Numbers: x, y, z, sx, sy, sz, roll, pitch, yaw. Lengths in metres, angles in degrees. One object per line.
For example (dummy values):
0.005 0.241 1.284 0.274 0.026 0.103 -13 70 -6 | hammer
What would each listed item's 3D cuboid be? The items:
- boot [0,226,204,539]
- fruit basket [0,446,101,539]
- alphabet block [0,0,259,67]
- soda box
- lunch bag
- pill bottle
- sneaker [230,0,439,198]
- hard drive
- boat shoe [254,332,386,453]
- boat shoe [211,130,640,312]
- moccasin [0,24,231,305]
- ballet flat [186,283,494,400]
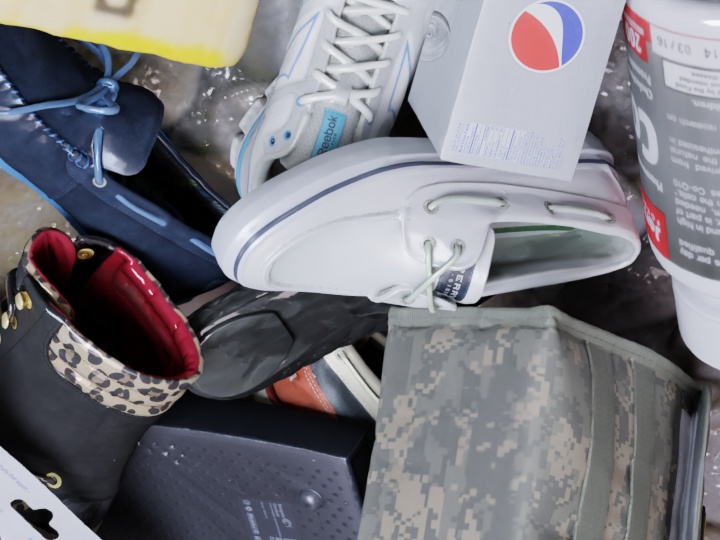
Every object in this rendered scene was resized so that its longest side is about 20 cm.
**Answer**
-0.173 0.030 1.360 0.200 0.073 0.151 43 133 1 | boot
-0.220 0.149 1.365 0.200 0.094 0.185 -32 134 11 | fruit basket
-0.113 -0.224 1.145 0.196 0.195 0.200 13 124 -5 | alphabet block
0.080 -0.144 1.246 0.063 0.068 0.200 8 115 -16 | soda box
0.097 0.118 1.364 0.117 0.164 0.200 0 165 38 | lunch bag
0.179 -0.058 1.302 0.114 0.114 0.200 -6 125 6 | pill bottle
-0.005 -0.085 1.305 0.075 0.087 0.200 15 123 -8 | sneaker
-0.074 0.117 1.438 0.200 0.042 0.135 4 129 28 | hard drive
0.045 0.087 1.439 0.200 0.071 0.063 32 118 -15 | boat shoe
0.036 -0.017 1.290 0.200 0.067 0.074 -14 145 -24 | boat shoe
-0.115 -0.065 1.333 0.068 0.081 0.200 -16 138 29 | moccasin
0.000 0.000 1.372 0.200 0.057 0.067 -23 116 -7 | ballet flat
